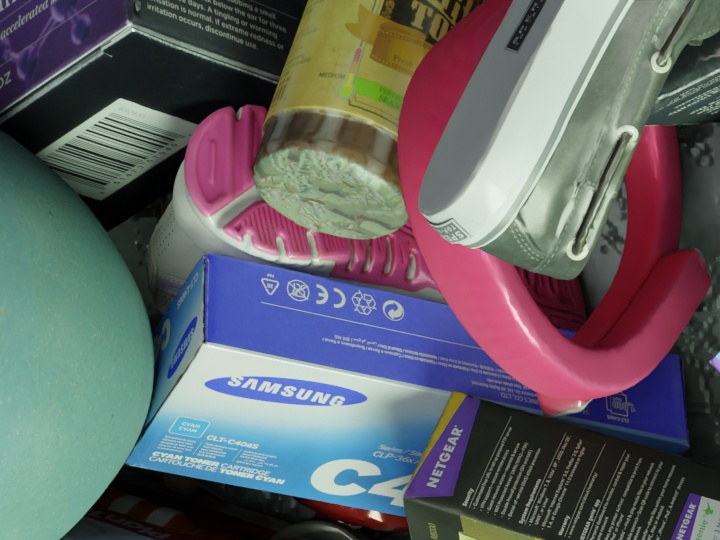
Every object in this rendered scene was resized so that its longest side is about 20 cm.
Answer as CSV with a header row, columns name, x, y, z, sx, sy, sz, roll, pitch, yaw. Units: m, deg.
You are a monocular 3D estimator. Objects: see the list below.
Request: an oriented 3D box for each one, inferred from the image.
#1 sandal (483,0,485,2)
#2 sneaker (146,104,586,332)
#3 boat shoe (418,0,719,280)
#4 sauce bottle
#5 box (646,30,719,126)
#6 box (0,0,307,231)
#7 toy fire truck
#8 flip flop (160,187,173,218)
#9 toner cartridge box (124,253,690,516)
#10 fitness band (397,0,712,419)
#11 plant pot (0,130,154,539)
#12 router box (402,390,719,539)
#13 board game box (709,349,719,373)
name,x,y,z,sx,sy,sz,roll,pitch,yaw
sandal,0.030,-0.122,1.042,0.082,0.055,0.200,-34,81,-4
sneaker,0.000,0.000,1.028,0.088,0.199,0.082,-39,40,45
boat shoe,0.089,-0.090,0.823,0.056,0.069,0.200,28,98,-17
sauce bottle,0.016,-0.111,0.973,0.064,0.065,0.201,8,65,21
box,0.120,-0.163,0.941,0.124,0.197,0.201,-26,84,20
box,-0.112,-0.135,1.034,0.148,0.104,0.201,-31,59,35
toy fire truck,-0.060,0.121,1.047,0.199,0.168,0.113,18,100,19
flip flop,-0.046,-0.084,1.088,0.081,0.058,0.201,0,78,-10
toner cartridge box,0.017,0.054,0.997,0.095,0.199,0.043,125,151,-49
fitness band,0.076,-0.032,0.951,0.037,0.200,0.144,-14,107,30
plant pot,-0.154,0.033,0.944,0.200,0.135,0.201,-5,82,41
router box,0.107,0.139,0.977,0.157,0.200,0.052,15,57,20
board game box,0.225,-0.026,0.943,0.045,0.134,0.200,46,108,13
